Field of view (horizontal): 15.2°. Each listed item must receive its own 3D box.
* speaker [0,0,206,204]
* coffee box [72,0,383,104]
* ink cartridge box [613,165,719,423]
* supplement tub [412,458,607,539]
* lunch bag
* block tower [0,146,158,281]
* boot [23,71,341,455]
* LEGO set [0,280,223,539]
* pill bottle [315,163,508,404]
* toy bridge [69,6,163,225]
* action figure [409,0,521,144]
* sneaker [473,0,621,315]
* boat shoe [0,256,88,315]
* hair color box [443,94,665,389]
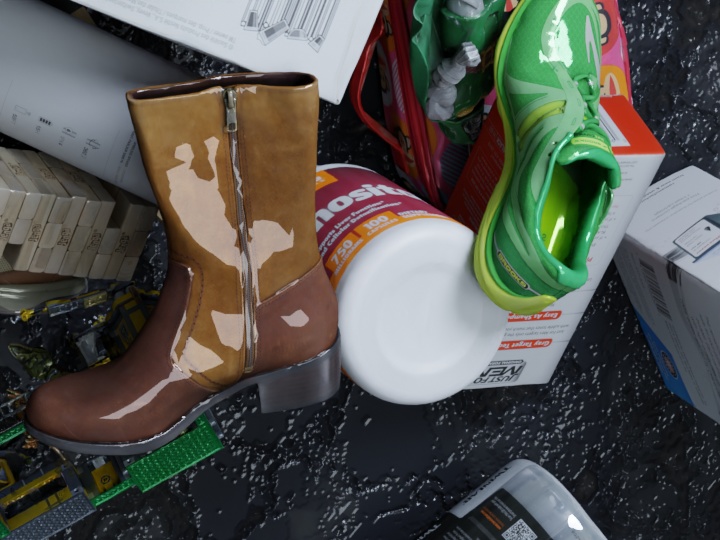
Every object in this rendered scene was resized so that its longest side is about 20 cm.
[{"bbox_3d":[-0.168,-0.104,1.550,0.200,0.081,0.081,24,96,1],"label":"speaker"},{"bbox_3d":[-0.092,-0.233,1.526,0.199,0.198,0.200,21,95,-28],"label":"coffee box"},{"bbox_3d":[0.256,0.034,1.770,0.086,0.200,0.147,-31,117,-13],"label":"ink cartridge box"},{"bbox_3d":[0.069,0.229,1.791,0.200,0.123,0.123,-37,118,-10],"label":"supplement tub"},{"bbox_3d":[0.076,-0.138,1.705,0.176,0.082,0.200,-18,115,-14],"label":"lunch bag"},{"bbox_3d":[-0.208,-0.037,1.538,0.200,0.054,0.058,4,120,-37],"label":"block tower"},{"bbox_3d":[-0.104,-0.004,1.479,0.188,0.069,0.200,-9,120,-4],"label":"boot"},{"bbox_3d":[-0.184,0.069,1.622,0.200,0.116,0.154,-34,139,4],"label":"LEGO set"},{"bbox_3d":[0.000,0.000,1.641,0.113,0.200,0.113,-7,109,-23],"label":"pill bottle"},{"bbox_3d":[-0.127,-0.065,1.630,0.027,0.067,0.200,-39,98,-22],"label":"toy bridge"},{"bbox_3d":[0.066,-0.149,1.594,0.118,0.055,0.200,-42,153,-32],"label":"action figure"},{"bbox_3d":[0.120,-0.073,1.551,0.074,0.083,0.201,16,74,-37],"label":"sneaker"},{"bbox_3d":[-0.256,-0.010,1.598,0.200,0.076,0.072,-4,103,-34],"label":"boat shoe"},{"bbox_3d":[0.102,-0.016,1.694,0.101,0.061,0.200,-2,134,-31],"label":"hair color box"}]
